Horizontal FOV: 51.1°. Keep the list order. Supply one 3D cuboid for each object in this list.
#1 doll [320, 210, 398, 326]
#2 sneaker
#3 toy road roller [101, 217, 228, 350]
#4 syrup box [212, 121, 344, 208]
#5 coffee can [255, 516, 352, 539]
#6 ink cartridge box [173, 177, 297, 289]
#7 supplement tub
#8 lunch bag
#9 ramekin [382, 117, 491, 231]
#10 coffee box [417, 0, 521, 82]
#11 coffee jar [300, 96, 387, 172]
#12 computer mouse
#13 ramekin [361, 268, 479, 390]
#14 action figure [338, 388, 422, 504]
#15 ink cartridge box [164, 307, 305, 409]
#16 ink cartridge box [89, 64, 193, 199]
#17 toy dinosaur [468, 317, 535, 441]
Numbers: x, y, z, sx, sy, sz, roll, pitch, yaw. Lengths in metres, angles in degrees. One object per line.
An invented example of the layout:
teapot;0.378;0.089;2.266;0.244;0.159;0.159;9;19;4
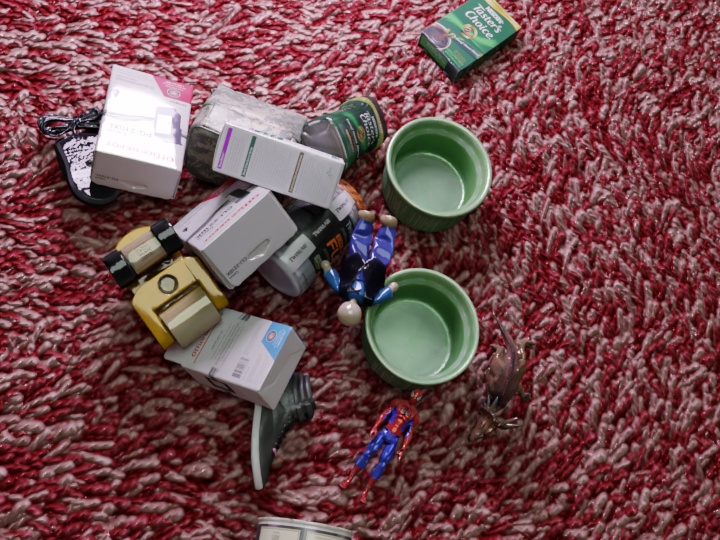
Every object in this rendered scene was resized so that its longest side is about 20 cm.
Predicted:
doll;0.000;0.000;1.245;0.135;0.049;0.202;13;65;5
sneaker;-0.122;0.247;1.201;0.098;0.071;0.202;5;64;-5
toy road roller;-0.314;0.023;1.215;0.122;0.146;0.201;-36;92;-15
syrup box;-0.131;-0.171;1.210;0.198;0.079;0.082;19;100;-6
coffee can;-0.094;0.470;1.080;0.144;0.147;0.202;12;67;-7
ink cartridge box;-0.209;-0.066;1.221;0.144;0.199;0.084;-43;118;-13
supplement tub;-0.088;-0.064;1.303;0.122;0.123;0.200;39;67;5
lunch bag;-0.194;-0.235;1.340;0.198;0.140;0.169;20;53;-7
ramekin;0.134;-0.171;1.398;0.197;0.098;0.203;4;68;-10
coffee box;0.229;-0.495;1.583;0.199;0.044;0.123;-37;80;-22
coffee jar;-0.023;-0.247;1.361;0.200;0.084;0.105;-46;119;-55
computer mouse;-0.471;-0.187;1.310;0.137;0.053;0.202;-12;65;-29
ramekin;0.095;0.107;1.289;0.197;0.098;0.203;4;68;-11
action figure;0.043;0.277;1.219;0.065;0.052;0.201;32;76;7
ink cartridge box;-0.202;0.132;1.206;0.198;0.067;0.117;13;62;29
ink cartridge box;-0.375;-0.238;1.300;0.143;0.084;0.202;12;55;-20
toy dinosaur;0.241;0.189;1.263;0.085;0.203;0.136;11;23;18
